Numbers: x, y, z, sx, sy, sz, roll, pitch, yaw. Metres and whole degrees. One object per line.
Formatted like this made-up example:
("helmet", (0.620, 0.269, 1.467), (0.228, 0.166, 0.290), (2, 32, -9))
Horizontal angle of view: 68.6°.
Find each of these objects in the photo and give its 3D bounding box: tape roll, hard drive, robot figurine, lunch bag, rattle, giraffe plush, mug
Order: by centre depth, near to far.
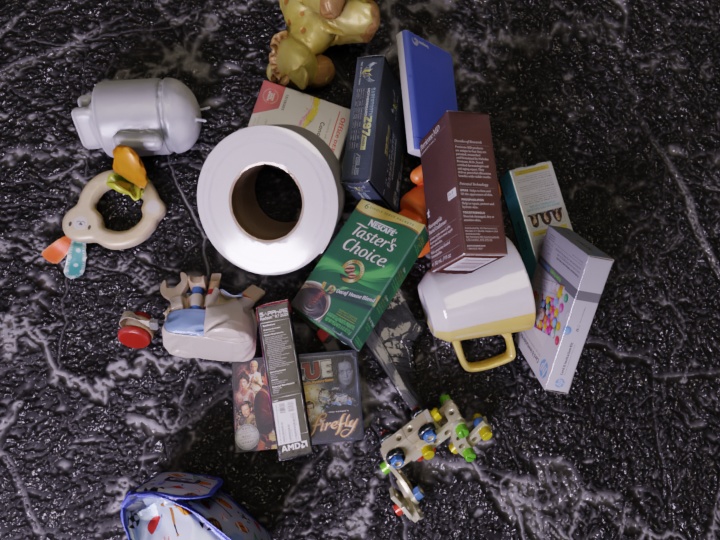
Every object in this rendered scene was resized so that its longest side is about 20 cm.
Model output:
("lunch bag", (-0.220, 0.354, 0.710), (0.199, 0.170, 0.124), (40, 76, 2))
("tape roll", (-0.123, -0.110, 0.778), (0.197, 0.139, 0.208), (1, 105, 3))
("rattle", (-0.397, -0.080, 0.785), (0.198, 0.142, 0.132), (-32, 103, -16))
("mug", (0.178, 0.057, 0.822), (0.150, 0.150, 0.190), (-16, 76, -1))
("robot figurine", (-0.337, -0.239, 0.827), (0.195, 0.114, 0.172), (-6, 47, -6))
("robot figurine", (0.143, -0.107, 0.854), (0.198, 0.117, 0.145), (-35, 79, -11))
("giraffe plush", (-0.082, -0.376, 0.870), (0.196, 0.173, 0.166), (17, 99, -12))
("hard drive", (0.120, -0.287, 0.895), (0.130, 0.025, 0.205), (4, 77, -43))

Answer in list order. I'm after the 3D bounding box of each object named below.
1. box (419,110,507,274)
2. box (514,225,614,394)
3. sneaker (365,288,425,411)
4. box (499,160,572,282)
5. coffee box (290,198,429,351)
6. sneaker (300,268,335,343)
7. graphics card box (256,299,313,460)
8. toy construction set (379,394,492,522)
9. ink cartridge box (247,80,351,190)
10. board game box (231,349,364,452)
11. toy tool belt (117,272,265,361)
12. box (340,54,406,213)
("box", (0.140, -0.106, 0.739), (0.073, 0.100, 0.205), (1, 76, -18))
("box", (0.294, 0.052, 0.786), (0.040, 0.156, 0.204), (8, 110, -3))
("sneaker", (0.069, 0.116, 0.838), (0.103, 0.060, 0.202), (-34, 82, -6))
("box", (0.309, -0.077, 0.901), (0.080, 0.049, 0.205), (-13, 82, -7))
("coffee box", (0.000, 0.000, 0.766), (0.122, 0.044, 0.202), (26, 72, 29))
("sneaker", (-0.033, 0.009, 0.839), (0.097, 0.071, 0.203), (32, 80, -2))
("graphics card box", (-0.107, 0.152, 0.743), (0.050, 0.126, 0.205), (-10, 81, -10))
("toy construction set", (0.104, 0.275, 0.801), (0.200, 0.092, 0.131), (-48, 126, -5))
("ink cartridge box", (-0.082, -0.219, 0.874), (0.196, 0.068, 0.119), (17, 79, -3))
("board game box", (-0.097, 0.199, 0.818), (0.195, 0.035, 0.139), (-4, 80, -7))
("toy tool belt", (-0.248, 0.063, 0.798), (0.195, 0.126, 0.125), (7, 48, -8))
("box", (0.029, -0.205, 0.837), (0.050, 0.157, 0.205), (2, 77, 21))
